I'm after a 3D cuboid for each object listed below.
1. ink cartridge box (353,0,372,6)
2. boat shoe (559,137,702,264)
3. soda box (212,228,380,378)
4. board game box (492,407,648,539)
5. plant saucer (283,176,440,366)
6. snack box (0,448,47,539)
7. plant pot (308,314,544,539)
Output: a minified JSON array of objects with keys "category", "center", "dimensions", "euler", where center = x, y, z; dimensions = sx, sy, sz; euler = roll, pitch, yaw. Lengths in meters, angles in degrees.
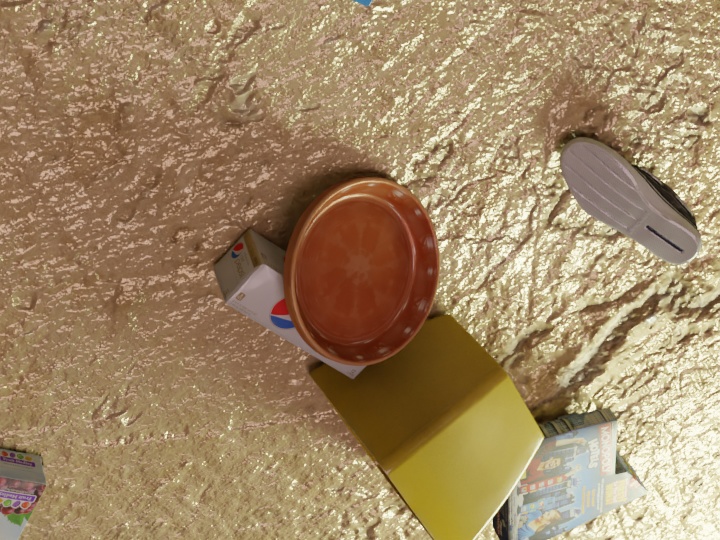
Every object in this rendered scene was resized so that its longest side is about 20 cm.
[{"category":"ink cartridge box","center":[-0.050,-0.345,1.289],"dimensions":[0.199,0.085,0.146],"euler":[17,118,-31]},{"category":"boat shoe","center":[0.299,-0.084,1.626],"dimensions":[0.200,0.071,0.072],"euler":[40,120,-17]},{"category":"soda box","center":[-0.063,0.038,1.582],"dimensions":[0.199,0.068,0.064],"euler":[33,110,-36]},{"category":"board game box","center":[0.271,0.257,1.874],"dimensions":[0.198,0.062,0.201],"euler":[-13,129,-11]},{"category":"plant saucer","center":[0.000,0.000,1.549],"dimensions":[0.199,0.032,0.202],"euler":[-7,102,-37]},{"category":"snack box","center":[-0.467,0.254,1.606],"dimensions":[0.199,0.053,0.143],"euler":[16,120,-29]},{"category":"plant pot","center":[0.090,0.174,1.670],"dimensions":[0.176,0.200,0.200],"euler":[-37,130,-4]}]
